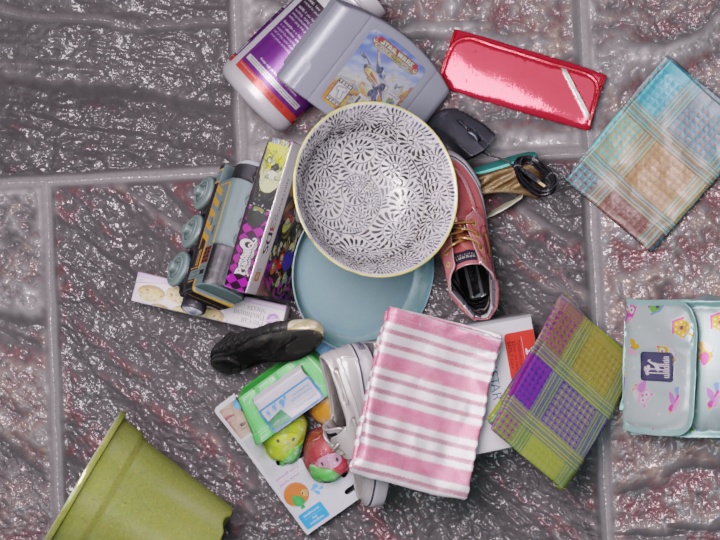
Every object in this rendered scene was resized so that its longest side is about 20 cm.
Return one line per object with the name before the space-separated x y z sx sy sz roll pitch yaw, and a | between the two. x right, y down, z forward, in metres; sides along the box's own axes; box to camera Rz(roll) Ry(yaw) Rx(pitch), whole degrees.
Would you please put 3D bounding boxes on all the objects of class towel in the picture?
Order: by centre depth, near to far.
towel | 0.077 0.154 1.430 0.146 0.030 0.201 14 83 -10
towel | 0.243 0.144 1.479 0.144 0.023 0.200 40 68 -19
towel | 0.369 -0.144 1.526 0.147 0.022 0.200 40 94 6

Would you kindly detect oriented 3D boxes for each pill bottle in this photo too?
pill bottle | -0.066 -0.275 1.527 0.200 0.112 0.112 -43 85 4

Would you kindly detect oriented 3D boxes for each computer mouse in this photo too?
computer mouse | 0.158 -0.147 1.498 0.200 0.034 0.059 32 60 32

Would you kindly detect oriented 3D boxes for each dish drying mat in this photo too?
dish drying mat | 0.200 -0.238 1.546 0.199 0.018 0.077 18 92 6

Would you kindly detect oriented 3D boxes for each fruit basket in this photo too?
fruit basket | -0.051 0.199 1.531 0.185 0.094 0.200 -35 90 3

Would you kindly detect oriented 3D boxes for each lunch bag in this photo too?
lunch bag | 0.409 0.114 1.470 0.199 0.122 0.171 1 90 13

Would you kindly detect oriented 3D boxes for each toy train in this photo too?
toy train | -0.166 -0.042 1.511 0.085 0.114 0.201 27 67 -29

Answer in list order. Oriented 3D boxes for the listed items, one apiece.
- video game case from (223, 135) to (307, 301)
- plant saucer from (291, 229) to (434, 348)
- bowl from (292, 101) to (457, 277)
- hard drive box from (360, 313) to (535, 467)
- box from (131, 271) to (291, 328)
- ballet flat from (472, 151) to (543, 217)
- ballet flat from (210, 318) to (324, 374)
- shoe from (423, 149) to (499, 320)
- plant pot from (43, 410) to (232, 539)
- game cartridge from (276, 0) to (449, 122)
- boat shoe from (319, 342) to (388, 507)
video game case | -0.084 -0.056 1.482 0.036 0.200 0.182 18 91 20
plant saucer | 0.000 0.000 1.515 0.200 0.027 0.201 -4 98 -30
bowl | 0.003 -0.088 1.434 0.200 0.094 0.201 2 84 -22
hard drive box | 0.114 0.144 1.493 0.199 0.077 0.156 -10 88 -13
box | -0.189 0.042 1.572 0.199 0.039 0.042 13 88 6
ballet flat | 0.131 -0.096 1.535 0.199 0.068 0.073 -10 104 1
ballet flat | -0.116 0.082 1.504 0.066 0.200 0.057 37 55 -31
shoe | 0.123 -0.040 1.477 0.071 0.091 0.201 -15 114 5
plant pot | -0.265 0.304 1.515 0.184 0.200 0.201 31 93 -6
game cartridge | 0.011 -0.232 1.495 0.200 0.042 0.133 32 105 -34
boat shoe | -0.012 0.187 1.461 0.066 0.072 0.201 -11 106 -21
